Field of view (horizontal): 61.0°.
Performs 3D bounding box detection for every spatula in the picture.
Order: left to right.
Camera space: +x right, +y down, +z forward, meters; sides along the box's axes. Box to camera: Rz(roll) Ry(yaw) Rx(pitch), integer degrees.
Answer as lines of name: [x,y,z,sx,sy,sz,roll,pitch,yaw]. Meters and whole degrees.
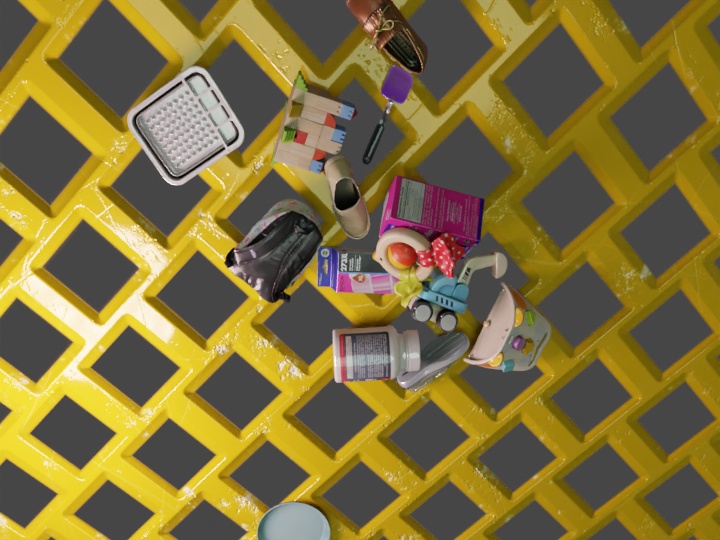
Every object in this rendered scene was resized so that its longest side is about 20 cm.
spatula: [0.048,-0.312,1.250,0.055,0.021,0.204,24,111,2]

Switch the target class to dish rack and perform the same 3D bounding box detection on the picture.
dish rack: [-0.346,-0.290,1.226,0.197,0.044,0.174,-30,111,8]

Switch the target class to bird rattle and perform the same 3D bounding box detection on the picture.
bird rattle: [0.107,-0.020,1.243,0.161,0.114,0.200,32,149,-6]

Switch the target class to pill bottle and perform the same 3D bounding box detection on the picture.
pill bottle: [0.035,0.189,1.393,0.193,0.120,0.123,-3,112,-1]

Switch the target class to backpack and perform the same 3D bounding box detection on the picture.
backpack: [-0.171,-0.054,1.284,0.166,0.127,0.200,38,104,-28]

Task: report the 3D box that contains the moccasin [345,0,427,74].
moccasin: [0.050,-0.445,1.145,0.073,0.079,0.200,-28,130,29]

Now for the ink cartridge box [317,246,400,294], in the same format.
ink cartridge box: [0.000,0.000,1.365,0.193,0.037,0.098,3,111,-2]

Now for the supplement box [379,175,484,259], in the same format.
supplement box: [0.147,-0.109,1.274,0.194,0.101,0.106,14,68,-7]

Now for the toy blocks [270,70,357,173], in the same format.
toy blocks: [-0.090,-0.280,1.225,0.133,0.101,0.204,13,121,-18]

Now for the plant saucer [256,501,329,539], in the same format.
plant saucer: [-0.177,0.691,1.628,0.193,0.028,0.206,-1,112,-2]

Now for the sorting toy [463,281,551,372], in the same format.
sorting toy: [0.365,0.159,1.413,0.177,0.106,0.205,21,98,-35]

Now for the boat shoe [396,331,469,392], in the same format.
boat shoe: [0.176,0.217,1.450,0.197,0.073,0.062,-34,135,13]

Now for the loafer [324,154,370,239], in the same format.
loafer: [-0.028,-0.138,1.270,0.074,0.069,0.203,-18,130,4]

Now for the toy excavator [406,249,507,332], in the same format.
toy excavator: [0.213,0.030,1.363,0.189,0.100,0.205,19,101,-12]
